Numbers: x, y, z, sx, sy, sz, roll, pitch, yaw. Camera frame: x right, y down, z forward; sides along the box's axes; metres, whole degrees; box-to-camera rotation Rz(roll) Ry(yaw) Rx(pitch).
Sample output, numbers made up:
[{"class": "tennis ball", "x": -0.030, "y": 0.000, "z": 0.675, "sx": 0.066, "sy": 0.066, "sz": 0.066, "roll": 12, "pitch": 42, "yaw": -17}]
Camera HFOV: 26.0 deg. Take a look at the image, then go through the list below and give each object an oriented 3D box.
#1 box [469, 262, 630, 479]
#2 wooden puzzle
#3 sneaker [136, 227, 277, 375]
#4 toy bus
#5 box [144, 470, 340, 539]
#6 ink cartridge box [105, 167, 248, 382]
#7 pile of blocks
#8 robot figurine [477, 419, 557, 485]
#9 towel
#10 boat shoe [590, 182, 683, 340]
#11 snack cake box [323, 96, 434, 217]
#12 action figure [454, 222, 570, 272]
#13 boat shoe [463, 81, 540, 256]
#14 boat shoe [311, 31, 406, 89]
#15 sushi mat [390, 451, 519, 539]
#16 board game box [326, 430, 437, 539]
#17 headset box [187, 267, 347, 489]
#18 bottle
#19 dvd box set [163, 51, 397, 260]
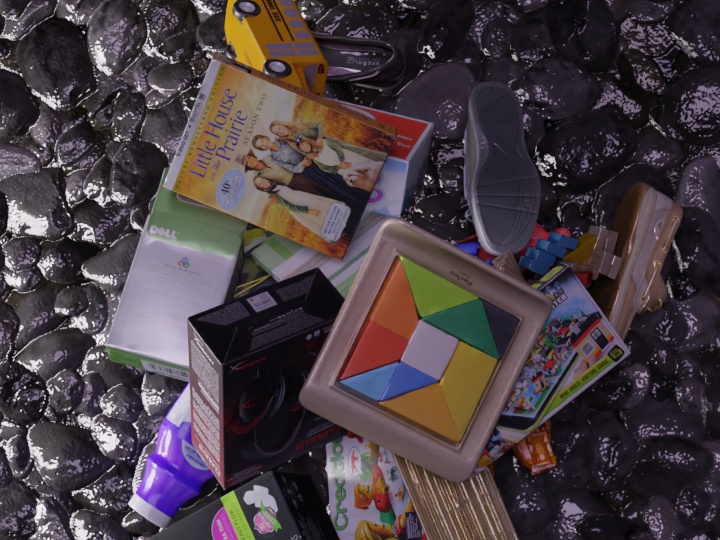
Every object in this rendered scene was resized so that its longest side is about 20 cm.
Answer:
[{"class": "box", "x": 0.151, "y": 0.097, "z": 1.518, "sx": 0.199, "sy": 0.035, "sz": 0.110, "roll": -38, "pitch": 99, "yaw": -2}, {"class": "wooden puzzle", "x": 0.063, "y": 0.077, "z": 1.469, "sx": 0.184, "sy": 0.037, "sz": 0.201, "roll": 27, "pitch": 92, "yaw": -9}, {"class": "sneaker", "x": -0.156, "y": 0.044, "z": 1.657, "sx": 0.085, "sy": 0.075, "sz": 0.200, "roll": 43, "pitch": 85, "yaw": 14}, {"class": "toy bus", "x": -0.091, "y": -0.230, "z": 1.645, "sx": 0.078, "sy": 0.065, "sz": 0.201, "roll": -5, "pitch": 45, "yaw": -23}, {"class": "box", "x": -0.122, "y": 0.309, "z": 1.545, "sx": 0.199, "sy": 0.124, "sz": 0.150, "roll": -29, "pitch": 74, "yaw": 11}, {"class": "ink cartridge box", "x": -0.181, "y": 0.007, "z": 1.604, "sx": 0.103, "sy": 0.059, "sz": 0.202, "roll": 14, "pitch": 72, "yaw": 3}, {"class": "pile of blocks", "x": 0.184, "y": 0.012, "z": 1.562, "sx": 0.199, "sy": 0.062, "sz": 0.082, "roll": -38, "pitch": 112, "yaw": -13}, {"class": "robot figurine", "x": 0.126, "y": 0.121, "z": 1.610, "sx": 0.144, "sy": 0.058, "sz": 0.202, "roll": -18, "pitch": 75, "yaw": 0}, {"class": "towel", "x": 0.000, "y": 0.000, "z": 1.611, "sx": 0.149, "sy": 0.031, "sz": 0.200, "roll": -36, "pitch": 53, "yaw": -19}, {"class": "boat shoe", "x": 0.285, "y": 0.013, "z": 1.612, "sx": 0.069, "sy": 0.074, "sz": 0.202, "roll": 20, "pitch": 85, "yaw": -14}, {"class": "snack cake box", "x": -0.033, "y": -0.130, "z": 1.659, "sx": 0.198, "sy": 0.115, "sz": 0.068, "roll": 15, "pitch": 117, "yaw": 11}, {"class": "action figure", "x": 0.125, "y": -0.013, "z": 1.643, "sx": 0.198, "sy": 0.052, "sz": 0.066, "roll": -15, "pitch": 66, "yaw": 1}, {"class": "boat shoe", "x": 0.142, "y": -0.100, "z": 1.639, "sx": 0.074, "sy": 0.065, "sz": 0.204, "roll": 0, "pitch": 62, "yaw": -12}, {"class": "boat shoe", "x": -0.048, "y": -0.236, "z": 1.723, "sx": 0.198, "sy": 0.057, "sz": 0.068, "roll": 3, "pitch": 76, "yaw": 8}, {"class": "sushi mat", "x": 0.098, "y": 0.233, "z": 1.533, "sx": 0.095, "sy": 0.012, "sz": 0.202, "roll": -20, "pitch": 83, "yaw": -25}, {"class": "board game box", "x": 0.024, "y": 0.188, "z": 1.592, "sx": 0.125, "sy": 0.034, "sz": 0.202, "roll": -15, "pitch": 72, "yaw": 34}, {"class": "headset box", "x": -0.088, "y": 0.114, "z": 1.537, "sx": 0.148, "sy": 0.201, "sz": 0.075, "roll": -21, "pitch": 48, "yaw": -25}, {"class": "bottle", "x": -0.166, "y": 0.171, "z": 1.624, "sx": 0.083, "sy": 0.065, "sz": 0.201, "roll": 38, "pitch": 81, "yaw": -20}, {"class": "dvd box set", "x": -0.081, "y": -0.113, "z": 1.562, "sx": 0.198, "sy": 0.029, "sz": 0.147, "roll": 23, "pitch": 110, "yaw": -6}]
